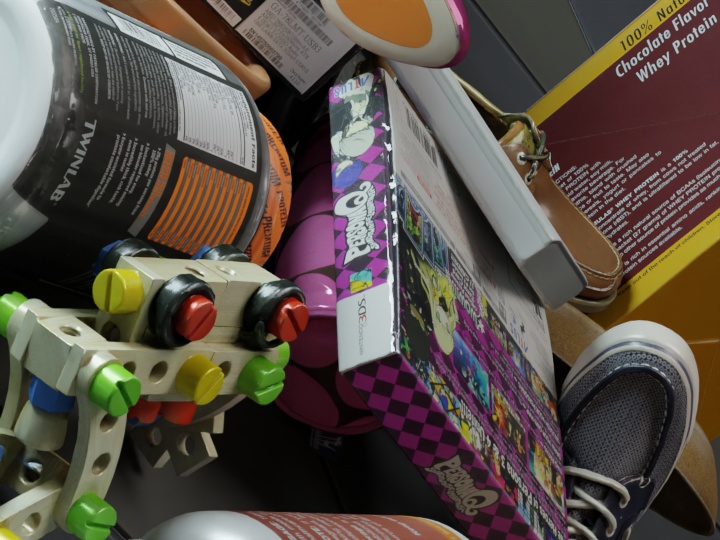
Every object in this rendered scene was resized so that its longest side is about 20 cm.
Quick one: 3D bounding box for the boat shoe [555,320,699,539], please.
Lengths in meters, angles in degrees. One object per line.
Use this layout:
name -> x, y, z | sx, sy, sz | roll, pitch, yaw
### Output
boat shoe -> 0.116, 0.125, 1.463 | 0.074, 0.201, 0.093 | 21, 36, 0

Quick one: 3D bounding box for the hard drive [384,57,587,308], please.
hard drive -> 0.047, -0.079, 1.470 | 0.201, 0.026, 0.132 | 57, 4, 15

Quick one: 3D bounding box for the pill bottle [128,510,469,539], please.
pill bottle -> -0.036, 0.155, 1.169 | 0.199, 0.112, 0.113 | 8, 57, -49

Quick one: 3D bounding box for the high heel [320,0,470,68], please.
high heel -> 0.008, -0.166, 1.389 | 0.096, 0.068, 0.200 | -5, 39, -47

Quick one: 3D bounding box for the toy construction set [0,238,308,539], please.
toy construction set -> -0.092, 0.052, 1.174 | 0.092, 0.132, 0.200 | 27, 14, 18

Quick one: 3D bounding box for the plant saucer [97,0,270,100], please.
plant saucer -> -0.123, -0.148, 1.354 | 0.200, 0.037, 0.200 | 46, 6, -6

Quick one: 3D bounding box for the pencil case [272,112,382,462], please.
pencil case -> 0.000, 0.000, 1.469 | 0.093, 0.091, 0.201 | 19, 37, -8

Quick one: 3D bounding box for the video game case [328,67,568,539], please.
video game case -> 0.044, 0.031, 1.382 | 0.200, 0.036, 0.182 | 53, 25, -44

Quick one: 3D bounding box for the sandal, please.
sandal -> -0.037, -0.114, 1.554 | 0.048, 0.076, 0.201 | 26, 26, 1

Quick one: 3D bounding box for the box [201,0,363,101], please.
box -> -0.092, -0.197, 1.447 | 0.199, 0.050, 0.200 | 46, 10, -23

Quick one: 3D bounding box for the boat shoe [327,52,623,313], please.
boat shoe -> 0.076, -0.055, 1.624 | 0.199, 0.068, 0.072 | 36, 29, -5

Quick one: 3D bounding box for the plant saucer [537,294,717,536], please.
plant saucer -> 0.132, 0.068, 1.594 | 0.200, 0.035, 0.200 | 41, -9, 8

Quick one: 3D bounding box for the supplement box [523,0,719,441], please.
supplement box -> 0.205, -0.038, 1.747 | 0.133, 0.197, 0.200 | 42, 14, -40

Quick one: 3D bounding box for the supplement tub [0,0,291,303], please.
supplement tub -> -0.120, -0.052, 1.219 | 0.200, 0.122, 0.123 | 22, 45, -58
